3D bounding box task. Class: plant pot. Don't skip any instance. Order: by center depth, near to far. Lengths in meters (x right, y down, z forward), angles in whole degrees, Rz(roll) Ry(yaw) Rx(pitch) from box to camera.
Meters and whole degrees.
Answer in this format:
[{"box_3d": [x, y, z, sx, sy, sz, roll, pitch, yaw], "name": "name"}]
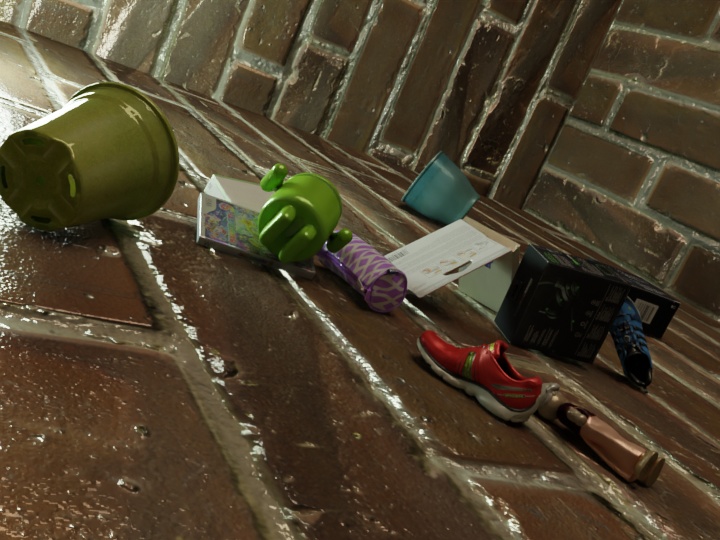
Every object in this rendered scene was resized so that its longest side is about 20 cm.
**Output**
[{"box_3d": [-0.375, -0.140, 1.064, 0.200, 0.201, 0.184, 25, 25, 7], "name": "plant pot"}, {"box_3d": [0.261, -0.235, 2.473, 0.188, 0.200, 0.200, 40, 15, 3], "name": "plant pot"}]

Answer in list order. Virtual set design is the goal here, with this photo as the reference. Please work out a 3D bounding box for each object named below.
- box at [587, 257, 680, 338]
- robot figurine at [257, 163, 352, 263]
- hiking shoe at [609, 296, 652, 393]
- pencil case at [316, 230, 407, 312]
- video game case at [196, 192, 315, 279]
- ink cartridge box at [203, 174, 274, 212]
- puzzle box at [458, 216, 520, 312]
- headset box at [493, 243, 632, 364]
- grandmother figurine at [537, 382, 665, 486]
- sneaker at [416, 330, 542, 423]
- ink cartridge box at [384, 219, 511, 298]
[{"box_3d": [0.724, 0.074, 2.180, 0.196, 0.118, 0.200, 19, 15, -18], "name": "box"}, {"box_3d": [-0.098, -0.090, 1.308, 0.175, 0.116, 0.200, 42, 27, -8], "name": "robot figurine"}, {"box_3d": [0.521, 0.130, 1.529, 0.200, 0.074, 0.087, 64, 11, -10], "name": "hiking shoe"}, {"box_3d": [0.000, 0.000, 1.349, 0.085, 0.084, 0.200, -11, 28, -26], "name": "pencil case"}, {"box_3d": [-0.175, -0.059, 1.328, 0.200, 0.018, 0.143, 18, 30, -22], "name": "video game case"}, {"box_3d": [-0.183, -0.093, 1.460, 0.145, 0.048, 0.200, 9, 36, -46], "name": "ink cartridge box"}, {"box_3d": [0.257, -0.003, 1.599, 0.133, 0.200, 0.025, 33, 58, 31], "name": "puzzle box"}, {"box_3d": [0.369, 0.062, 1.484, 0.199, 0.175, 0.093, 13, 21, -18], "name": "headset box"}, {"box_3d": [0.313, 0.217, 1.094, 0.200, 0.061, 0.121, 32, -12, 42], "name": "grandmother figurine"}, {"box_3d": [0.170, 0.130, 1.112, 0.200, 0.085, 0.077, 32, 15, 31], "name": "sneaker"}, {"box_3d": [0.151, -0.011, 1.459, 0.200, 0.045, 0.176, -26, 32, -15], "name": "ink cartridge box"}]
